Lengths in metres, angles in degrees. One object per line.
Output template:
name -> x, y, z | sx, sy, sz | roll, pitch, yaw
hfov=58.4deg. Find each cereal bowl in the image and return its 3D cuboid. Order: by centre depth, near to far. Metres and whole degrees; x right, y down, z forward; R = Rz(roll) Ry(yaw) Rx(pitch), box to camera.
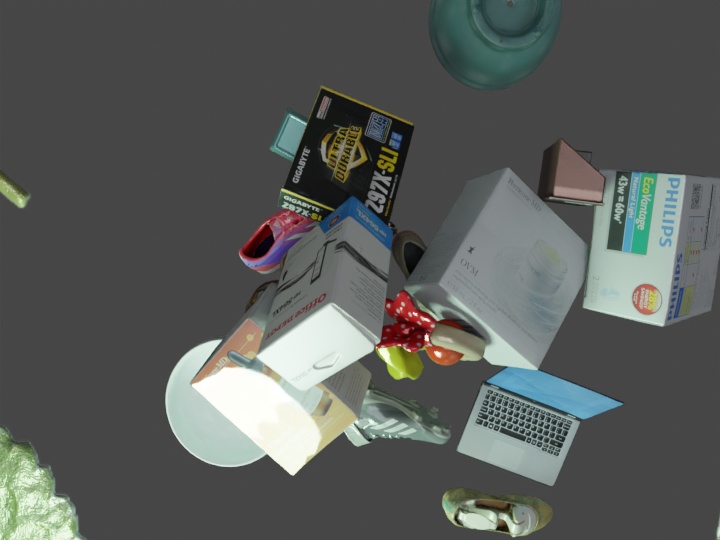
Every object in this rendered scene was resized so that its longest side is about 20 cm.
cereal bowl -> -0.204, 0.197, 1.024 | 0.193, 0.083, 0.207 | 0, 100, -1

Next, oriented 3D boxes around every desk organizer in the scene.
desk organizer -> 0.299, -0.136, 0.920 | 0.069, 0.200, 0.080 | 8, 97, 9

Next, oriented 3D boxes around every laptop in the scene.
laptop -> 0.279, 0.251, 1.028 | 0.182, 0.116, 0.205 | 20, 98, -4

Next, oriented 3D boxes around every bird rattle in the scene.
bird rattle -> 0.100, 0.088, 0.913 | 0.158, 0.201, 0.116 | 13, 70, 0

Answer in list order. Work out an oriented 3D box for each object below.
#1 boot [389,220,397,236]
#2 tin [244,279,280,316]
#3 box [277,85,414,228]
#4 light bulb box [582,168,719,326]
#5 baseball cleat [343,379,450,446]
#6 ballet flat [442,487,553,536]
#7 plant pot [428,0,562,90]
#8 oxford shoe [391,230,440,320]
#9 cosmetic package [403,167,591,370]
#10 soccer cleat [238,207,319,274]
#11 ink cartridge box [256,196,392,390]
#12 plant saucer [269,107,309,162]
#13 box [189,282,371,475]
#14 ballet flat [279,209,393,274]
boot -> 0.000, 0.000, 0.993 | 0.199, 0.069, 0.175 | 40, 96, 9
tin -> -0.094, 0.103, 1.003 | 0.199, 0.113, 0.042 | 42, 135, -7
box -> -0.016, -0.155, 0.933 | 0.156, 0.050, 0.204 | 21, 59, -7
light bulb box -> 0.429, -0.040, 0.931 | 0.196, 0.123, 0.205 | -4, 102, -44
baseball cleat -> 0.047, 0.251, 1.055 | 0.196, 0.070, 0.109 | 27, 105, 4
ballet flat -> 0.234, 0.412, 1.079 | 0.194, 0.071, 0.073 | 11, 99, -3
plant pot -> 0.202, -0.369, 0.917 | 0.193, 0.134, 0.207 | 0, 100, -2
oxford shoe -> 0.113, 0.032, 1.009 | 0.070, 0.075, 0.201 | -38, 98, 5
cosmetic package -> 0.205, 0.000, 0.941 | 0.198, 0.122, 0.203 | 38, 74, -15
soccer cleat -> -0.101, -0.073, 0.977 | 0.199, 0.073, 0.069 | -42, 70, 9
ink cartridge box -> -0.040, 0.027, 0.819 | 0.084, 0.203, 0.145 | 39, 125, -23
plant saucer -> -0.041, -0.174, 1.002 | 0.196, 0.019, 0.071 | 28, 98, -7
box -> -0.109, 0.152, 0.904 | 0.199, 0.107, 0.152 | 42, 116, -8
ballet flat -> -0.038, -0.046, 0.946 | 0.198, 0.067, 0.069 | -38, 71, 6
